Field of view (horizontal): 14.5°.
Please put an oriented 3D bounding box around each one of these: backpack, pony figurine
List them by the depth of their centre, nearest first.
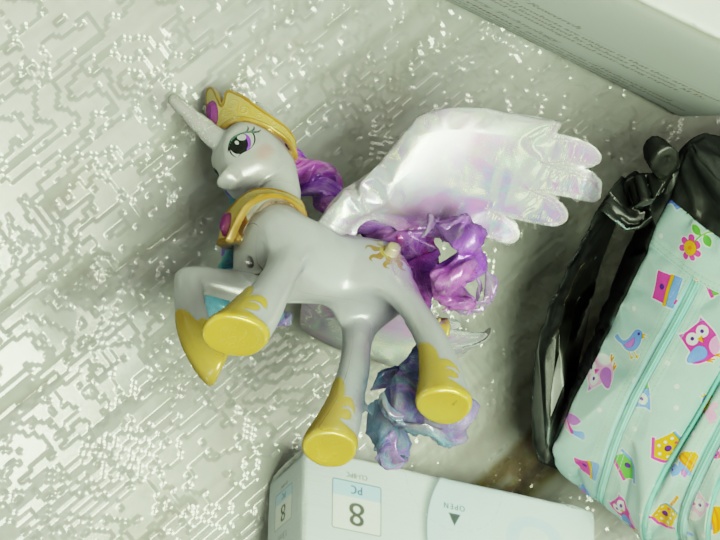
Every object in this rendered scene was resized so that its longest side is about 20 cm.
[{"bbox_3d":[0.000,0.000,1.287,0.193,0.200,0.167,19,125,-17],"label":"pony figurine"},{"bbox_3d":[0.171,0.038,1.354,0.167,0.127,0.200,-3,123,-52],"label":"backpack"}]

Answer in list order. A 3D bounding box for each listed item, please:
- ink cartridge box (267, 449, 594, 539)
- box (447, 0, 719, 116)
[{"bbox_3d":[0.035,0.194,1.333,0.160,0.047,0.200,14,57,-23],"label":"ink cartridge box"},{"bbox_3d":[0.149,-0.200,1.348,0.200,0.171,0.199,23,83,-22],"label":"box"}]
